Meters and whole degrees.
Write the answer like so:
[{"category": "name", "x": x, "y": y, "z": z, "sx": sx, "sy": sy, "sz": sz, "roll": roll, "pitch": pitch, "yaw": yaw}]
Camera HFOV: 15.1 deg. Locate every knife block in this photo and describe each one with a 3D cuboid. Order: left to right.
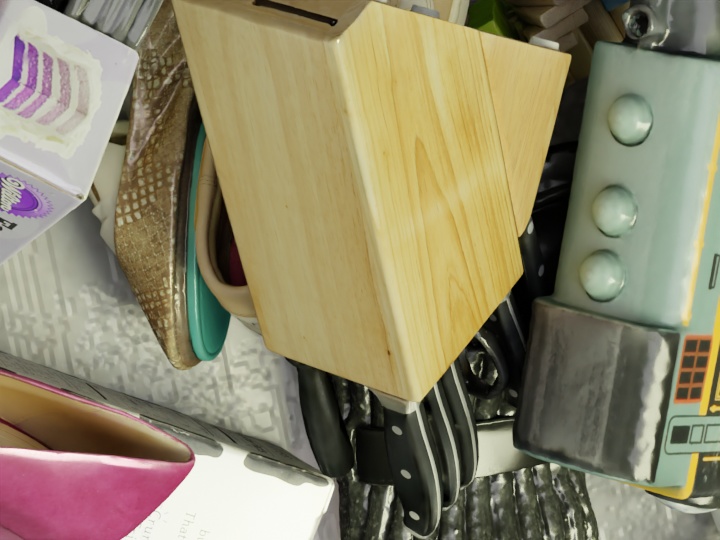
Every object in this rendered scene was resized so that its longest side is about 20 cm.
[{"category": "knife block", "x": 0.000, "y": 0.000, "z": 0.874, "sx": 0.200, "sy": 0.064, "sz": 0.176, "roll": 6, "pitch": 100, "yaw": -60}]

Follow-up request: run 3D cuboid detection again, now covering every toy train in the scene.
[{"category": "toy train", "x": 0.115, "y": -0.013, "z": 0.924, "sx": 0.114, "sy": 0.085, "sz": 0.200, "roll": 1, "pitch": 102, "yaw": -50}]

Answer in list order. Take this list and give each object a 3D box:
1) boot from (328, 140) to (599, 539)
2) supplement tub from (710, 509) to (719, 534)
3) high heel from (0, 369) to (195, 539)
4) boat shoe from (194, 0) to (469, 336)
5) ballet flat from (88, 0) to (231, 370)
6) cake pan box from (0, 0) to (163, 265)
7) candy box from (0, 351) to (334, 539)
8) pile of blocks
[{"category": "boot", "x": 0.080, "y": 0.033, "z": 1.023, "sx": 0.211, "sy": 0.079, "sz": 0.158, "roll": -15, "pitch": 95, "yaw": -6}, {"category": "supplement tub", "x": 0.243, "y": 0.055, "z": 1.035, "sx": 0.200, "sy": 0.140, "sz": 0.140, "roll": -25, "pitch": 103, "yaw": -18}, {"category": "high heel", "x": -0.142, "y": 0.031, "z": 0.856, "sx": 0.096, "sy": 0.067, "sz": 0.200, "roll": -29, "pitch": 125, "yaw": 16}, {"category": "boat shoe", "x": -0.011, "y": -0.075, "z": 0.943, "sx": 0.074, "sy": 0.069, "sz": 0.200, "roll": 9, "pitch": 85, "yaw": 21}, {"category": "ballet flat", "x": -0.074, "y": -0.065, "z": 0.985, "sx": 0.065, "sy": 0.071, "sz": 0.200, "roll": 6, "pitch": 92, "yaw": 10}, {"category": "cake pan box", "x": -0.110, "y": -0.083, "z": 0.866, "sx": 0.052, "sy": 0.200, "sz": 0.184, "roll": 26, "pitch": 63, "yaw": -18}, {"category": "candy box", "x": -0.133, "y": 0.118, "z": 0.975, "sx": 0.200, "sy": 0.072, "sz": 0.168, "roll": 20, "pitch": 90, "yaw": -17}, {"category": "pile of blocks", "x": 0.093, "y": -0.093, "z": 1.012, "sx": 0.200, "sy": 0.082, "sz": 0.062, "roll": -35, "pitch": 105, "yaw": -10}]
